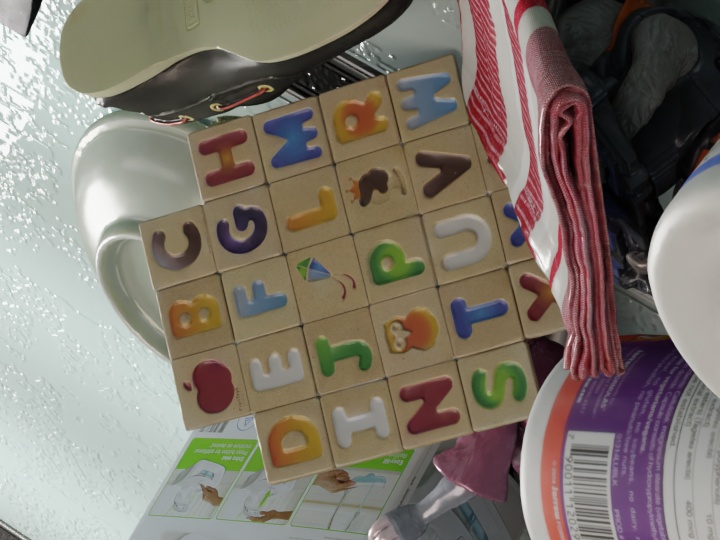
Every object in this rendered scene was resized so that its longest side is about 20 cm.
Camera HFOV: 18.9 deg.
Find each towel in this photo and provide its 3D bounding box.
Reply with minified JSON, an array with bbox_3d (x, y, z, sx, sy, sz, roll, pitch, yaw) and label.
[{"bbox_3d":[0.060,-0.072,0.846,0.201,0.023,0.145,-107,4,-48],"label":"towel"},{"bbox_3d":[0.002,0.003,1.066,0.147,0.037,0.201,5,138,16],"label":"towel"}]

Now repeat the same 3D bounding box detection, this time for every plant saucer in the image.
[{"bbox_3d":[-0.089,0.006,1.179,0.199,0.050,0.201,27,145,21],"label":"plant saucer"}]

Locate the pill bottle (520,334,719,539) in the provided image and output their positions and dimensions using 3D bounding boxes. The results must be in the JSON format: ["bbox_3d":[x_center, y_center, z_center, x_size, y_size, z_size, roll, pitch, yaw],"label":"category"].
[{"bbox_3d":[0.168,0.081,0.824,0.199,0.112,0.112,-1,129,46],"label":"pill bottle"}]

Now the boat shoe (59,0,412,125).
[{"bbox_3d":[-0.049,-0.116,0.994,0.200,0.074,0.063,-13,159,39],"label":"boat shoe"}]

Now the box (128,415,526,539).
[{"bbox_3d":[-0.035,0.166,1.182,0.199,0.177,0.097,-3,139,45],"label":"box"}]

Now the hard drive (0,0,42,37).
[{"bbox_3d":[-0.196,-0.217,1.039,0.134,0.042,0.201,32,146,14],"label":"hard drive"}]

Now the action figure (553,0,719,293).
[{"bbox_3d":[0.148,-0.039,0.880,0.193,0.105,0.200,41,173,14],"label":"action figure"}]

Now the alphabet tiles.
[{"bbox_3d":[0.000,0.000,0.978,0.199,0.006,0.168,-16,82,15],"label":"alphabet tiles"}]

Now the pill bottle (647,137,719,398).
[{"bbox_3d":[0.188,-0.043,0.706,0.113,0.200,0.114,27,144,22],"label":"pill bottle"}]

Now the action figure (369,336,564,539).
[{"bbox_3d":[0.099,0.085,0.986,0.200,0.134,0.149,44,134,6],"label":"action figure"}]
